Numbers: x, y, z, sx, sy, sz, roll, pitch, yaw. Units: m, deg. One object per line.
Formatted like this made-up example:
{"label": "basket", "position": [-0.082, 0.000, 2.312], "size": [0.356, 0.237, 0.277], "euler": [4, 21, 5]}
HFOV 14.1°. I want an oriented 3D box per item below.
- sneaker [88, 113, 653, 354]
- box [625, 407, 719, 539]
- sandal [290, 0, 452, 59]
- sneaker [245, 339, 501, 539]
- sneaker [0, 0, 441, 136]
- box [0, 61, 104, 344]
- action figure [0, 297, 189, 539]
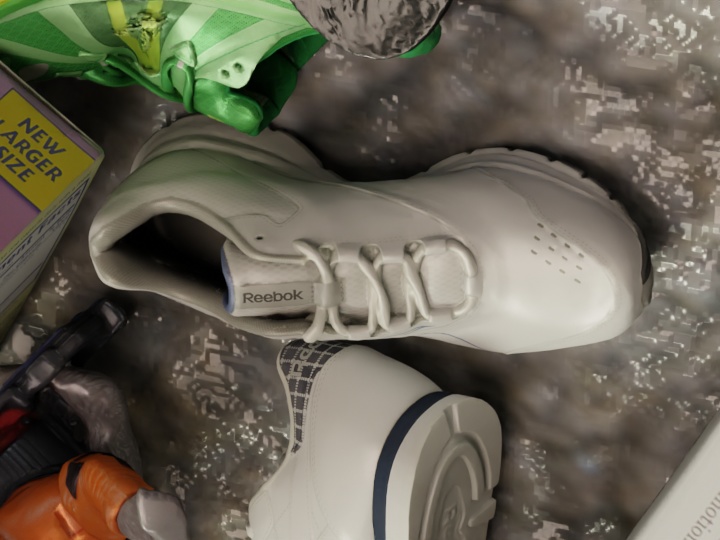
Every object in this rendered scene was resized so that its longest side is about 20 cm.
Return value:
{"label": "sneaker", "position": [0.000, 0.000, 0.983], "size": [0.199, 0.087, 0.075], "euler": [6, 113, 21]}
{"label": "box", "position": [0.160, 0.082, 0.880], "size": [0.130, 0.200, 0.199], "euler": [36, 122, 7]}
{"label": "sandal", "position": [-0.002, -0.159, 0.878], "size": [0.075, 0.048, 0.202], "euler": [9, 113, 16]}
{"label": "sneaker", "position": [-0.004, 0.120, 1.058], "size": [0.080, 0.076, 0.201], "euler": [23, 117, 27]}
{"label": "sneaker", "position": [-0.063, -0.081, 0.981], "size": [0.199, 0.074, 0.084], "euler": [-10, 105, 28]}
{"label": "box", "position": [-0.209, -0.022, 1.024], "size": [0.176, 0.097, 0.200], "euler": [41, 145, 2]}
{"label": "action figure", "position": [-0.132, 0.115, 1.041], "size": [0.200, 0.194, 0.105], "euler": [-44, 101, 4]}
